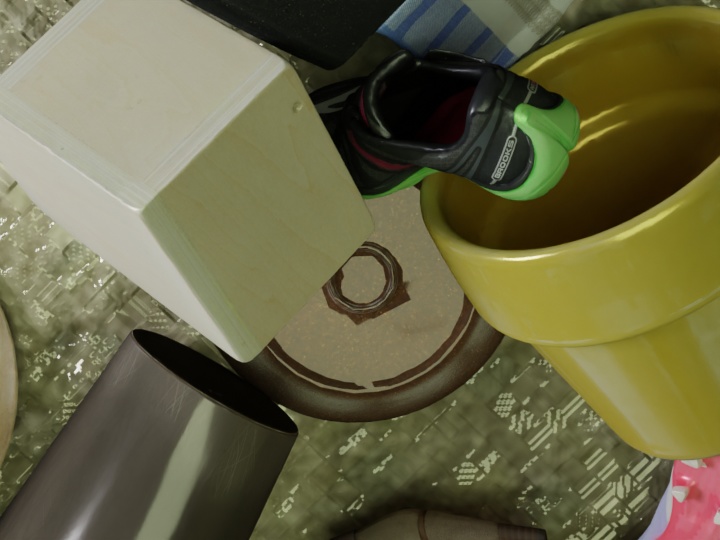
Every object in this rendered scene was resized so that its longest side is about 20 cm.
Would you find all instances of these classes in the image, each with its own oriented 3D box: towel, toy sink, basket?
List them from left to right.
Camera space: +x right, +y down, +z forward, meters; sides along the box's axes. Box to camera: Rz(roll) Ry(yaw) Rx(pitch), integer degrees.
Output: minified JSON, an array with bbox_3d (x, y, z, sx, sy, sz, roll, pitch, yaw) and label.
[{"bbox_3d":[-0.131,0.148,0.956,0.135,0.180,0.201,28,96,-35],"label":"basket"},{"bbox_3d":[-0.106,-0.069,0.877,0.112,0.199,0.131,-46,139,-14],"label":"toy sink"},{"bbox_3d":[0.104,-0.175,0.882,0.200,0.147,0.024,-42,70,10],"label":"towel"}]

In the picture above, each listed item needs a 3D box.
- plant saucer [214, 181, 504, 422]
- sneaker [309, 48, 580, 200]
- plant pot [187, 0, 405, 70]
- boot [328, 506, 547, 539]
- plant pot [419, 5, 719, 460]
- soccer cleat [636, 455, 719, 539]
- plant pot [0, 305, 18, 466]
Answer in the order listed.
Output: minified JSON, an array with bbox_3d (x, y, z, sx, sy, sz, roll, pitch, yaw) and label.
[{"bbox_3d":[0.000,0.000,0.977,0.198,0.037,0.203,-1,107,-2],"label":"plant saucer"},{"bbox_3d":[0.024,-0.083,0.865,0.084,0.199,0.077,35,68,-36],"label":"sneaker"},{"bbox_3d":[-0.037,-0.220,0.833,0.177,0.200,0.200,41,101,-23],"label":"plant pot"},{"bbox_3d":[0.053,0.232,1.041,0.144,0.070,0.202,-8,111,8],"label":"boot"},{"bbox_3d":[0.159,-0.008,0.913,0.199,0.201,0.190,-29,123,6],"label":"plant pot"},{"bbox_3d":[0.201,0.153,1.005,0.066,0.076,0.201,33,137,21],"label":"soccer cleat"},{"bbox_3d":[-0.282,0.061,0.926,0.198,0.027,0.203,10,74,-39],"label":"plant pot"}]
